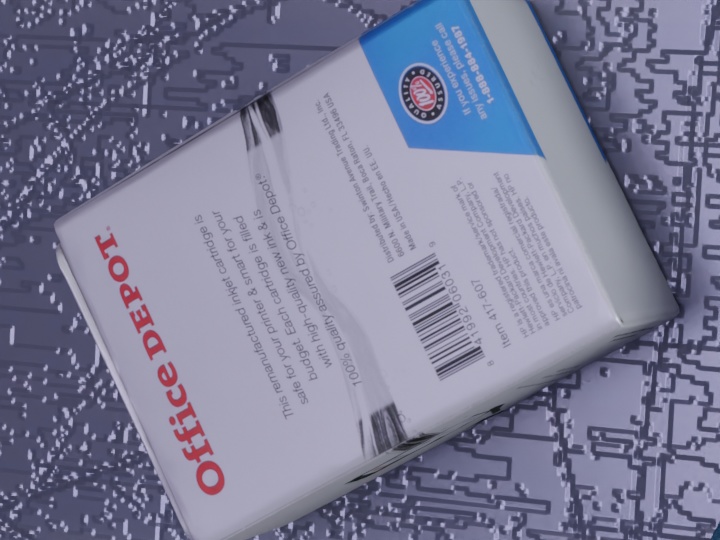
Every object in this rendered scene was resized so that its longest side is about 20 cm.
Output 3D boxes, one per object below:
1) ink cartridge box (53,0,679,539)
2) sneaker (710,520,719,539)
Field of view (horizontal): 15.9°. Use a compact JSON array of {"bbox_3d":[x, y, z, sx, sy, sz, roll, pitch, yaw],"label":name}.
[{"bbox_3d":[0.000,0.000,1.011,0.199,0.084,0.147,-29,81,22],"label":"ink cartridge box"},{"bbox_3d":[0.222,0.098,0.926,0.130,0.080,0.200,40,134,-10],"label":"sneaker"}]
